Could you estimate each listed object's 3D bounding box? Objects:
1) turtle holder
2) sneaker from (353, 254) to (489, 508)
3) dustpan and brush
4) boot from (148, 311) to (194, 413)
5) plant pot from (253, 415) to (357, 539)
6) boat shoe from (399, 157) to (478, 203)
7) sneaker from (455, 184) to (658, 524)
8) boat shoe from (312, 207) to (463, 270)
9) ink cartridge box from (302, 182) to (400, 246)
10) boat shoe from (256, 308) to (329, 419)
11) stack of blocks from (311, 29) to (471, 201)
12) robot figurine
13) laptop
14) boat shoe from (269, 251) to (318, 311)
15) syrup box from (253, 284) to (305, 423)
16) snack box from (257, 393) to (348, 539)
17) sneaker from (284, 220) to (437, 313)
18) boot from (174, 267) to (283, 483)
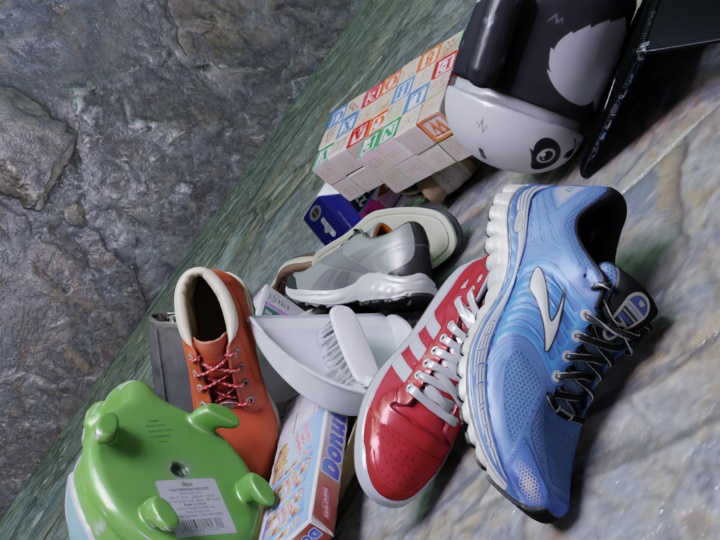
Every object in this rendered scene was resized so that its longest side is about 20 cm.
[{"bbox_3d":[-0.167,0.171,0.731,0.132,0.185,0.141,-59,-15,26],"label":"turtle holder"},{"bbox_3d":[0.070,0.058,0.626,0.201,0.071,0.112,-59,12,-29],"label":"sneaker"},{"bbox_3d":[0.003,0.083,0.749,0.201,0.138,0.058,64,143,43],"label":"dustpan and brush"},{"bbox_3d":[-0.185,0.142,0.934,0.180,0.202,0.072,-5,13,33],"label":"boot"},{"bbox_3d":[-0.053,0.180,0.820,0.200,0.027,0.200,-48,16,18],"label":"plant pot"},{"bbox_3d":[0.060,-0.114,1.045,0.069,0.074,0.200,-47,15,0],"label":"boat shoe"},{"bbox_3d":[0.110,0.034,0.524,0.088,0.078,0.202,-10,58,36],"label":"sneaker"},{"bbox_3d":[0.032,-0.025,0.943,0.067,0.072,0.199,-22,2,-38],"label":"boat shoe"},{"bbox_3d":[0.014,-0.113,1.146,0.037,0.095,0.201,24,74,37],"label":"ink cartridge box"},{"bbox_3d":[-0.054,0.080,0.926,0.070,0.071,0.200,-33,2,30],"label":"boat shoe"},{"bbox_3d":[0.039,-0.141,0.970,0.199,0.058,0.116,-24,38,45],"label":"stack of blocks"},{"bbox_3d":[0.145,-0.177,0.771,0.125,0.149,0.202,-125,53,-69],"label":"robot figurine"},{"bbox_3d":[0.255,-0.174,0.703,0.201,0.102,0.178,103,-168,-55],"label":"laptop"},{"bbox_3d":[-0.061,0.005,1.154,0.075,0.075,0.202,-56,14,-27],"label":"boat shoe"},{"bbox_3d":[-0.106,0.107,1.047,0.082,0.078,0.201,-48,16,24],"label":"syrup box"},{"bbox_3d":[-0.042,0.150,0.751,0.072,0.024,0.201,-46,16,23],"label":"snack box"},{"bbox_3d":[0.000,0.000,0.898,0.199,0.073,0.080,-9,76,52],"label":"sneaker"},{"bbox_3d":[-0.114,0.094,0.800,0.074,0.202,0.107,-13,-10,-1],"label":"boot"}]
